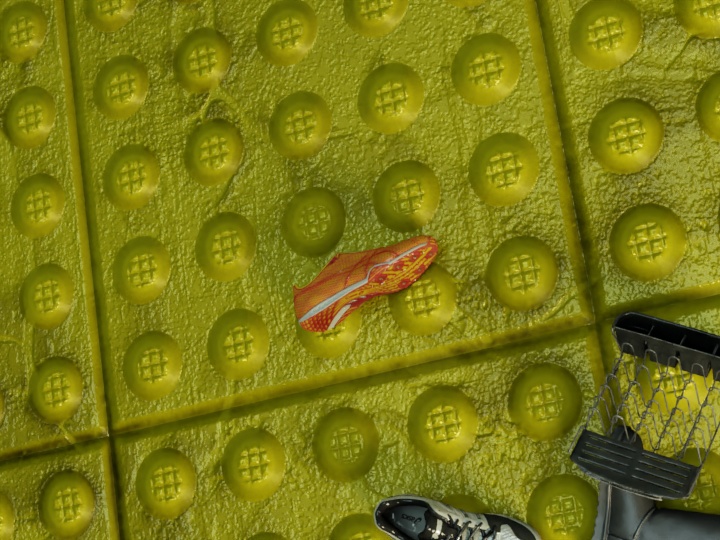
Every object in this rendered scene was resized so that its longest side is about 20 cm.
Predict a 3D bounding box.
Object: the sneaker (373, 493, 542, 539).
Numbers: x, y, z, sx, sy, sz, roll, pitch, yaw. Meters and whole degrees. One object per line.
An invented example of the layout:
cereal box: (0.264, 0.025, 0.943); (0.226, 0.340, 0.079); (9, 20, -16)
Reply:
sneaker: (0.105, 0.302, 1.729); (0.199, 0.088, 0.076); (9, 82, 24)

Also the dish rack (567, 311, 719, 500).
dish rack: (0.315, 0.148, 1.635); (0.152, 0.055, 0.201); (16, 54, 25)

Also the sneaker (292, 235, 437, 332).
sneaker: (0.000, 0.000, 1.845); (0.199, 0.073, 0.078); (-26, 61, 15)

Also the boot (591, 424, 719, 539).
boot: (0.356, 0.263, 1.633); (0.199, 0.066, 0.166); (8, 92, 28)
